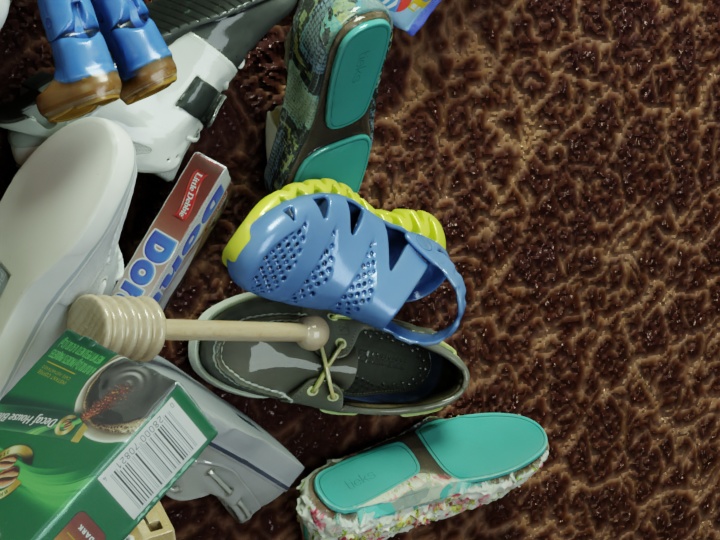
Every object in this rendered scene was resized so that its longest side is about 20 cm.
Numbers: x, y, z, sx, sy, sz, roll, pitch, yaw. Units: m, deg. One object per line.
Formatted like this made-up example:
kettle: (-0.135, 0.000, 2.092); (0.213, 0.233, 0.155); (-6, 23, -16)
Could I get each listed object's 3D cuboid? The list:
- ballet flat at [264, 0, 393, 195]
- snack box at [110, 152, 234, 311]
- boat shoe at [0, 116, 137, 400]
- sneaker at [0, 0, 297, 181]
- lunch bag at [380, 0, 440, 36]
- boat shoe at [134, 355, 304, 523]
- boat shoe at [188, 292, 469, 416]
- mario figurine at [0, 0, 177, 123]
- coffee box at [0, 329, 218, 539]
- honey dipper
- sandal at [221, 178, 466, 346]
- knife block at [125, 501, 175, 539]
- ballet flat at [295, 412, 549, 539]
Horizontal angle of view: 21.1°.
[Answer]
ballet flat: (-0.026, -0.099, 1.197); (0.074, 0.074, 0.201); (-14, 141, -33)
snack box: (-0.137, 0.026, 1.156); (0.024, 0.072, 0.201); (29, 82, 6)
boat shoe: (-0.171, 0.003, 1.098); (0.068, 0.072, 0.201); (8, 116, -49)
sneaker: (-0.115, -0.104, 1.139); (0.199, 0.074, 0.089); (-33, 119, -14)
lunch bag: (0.019, -0.255, 1.200); (0.150, 0.094, 0.201); (29, 96, -38)
boat shoe: (-0.103, 0.107, 1.180); (0.066, 0.072, 0.200); (-50, 153, -2)
boat shoe: (-0.017, 0.057, 1.255); (0.200, 0.060, 0.073); (8, 97, -37)
mario figurine: (-0.170, -0.183, 1.057); (0.123, 0.105, 0.202); (-20, 92, -76)
coffee box: (-0.175, 0.125, 0.967); (0.200, 0.123, 0.044); (-48, 125, -17)
honey dipper: (-0.087, 0.033, 1.137); (0.199, 0.038, 0.038); (1, 101, -50)
sandal: (0.000, 0.000, 1.205); (0.199, 0.087, 0.080); (5, 130, -46)
knife block: (-0.129, 0.242, 1.189); (0.175, 0.064, 0.201); (30, 101, -37)
ballet flat: (0.038, 0.146, 1.326); (0.198, 0.076, 0.064); (-11, 139, -29)
